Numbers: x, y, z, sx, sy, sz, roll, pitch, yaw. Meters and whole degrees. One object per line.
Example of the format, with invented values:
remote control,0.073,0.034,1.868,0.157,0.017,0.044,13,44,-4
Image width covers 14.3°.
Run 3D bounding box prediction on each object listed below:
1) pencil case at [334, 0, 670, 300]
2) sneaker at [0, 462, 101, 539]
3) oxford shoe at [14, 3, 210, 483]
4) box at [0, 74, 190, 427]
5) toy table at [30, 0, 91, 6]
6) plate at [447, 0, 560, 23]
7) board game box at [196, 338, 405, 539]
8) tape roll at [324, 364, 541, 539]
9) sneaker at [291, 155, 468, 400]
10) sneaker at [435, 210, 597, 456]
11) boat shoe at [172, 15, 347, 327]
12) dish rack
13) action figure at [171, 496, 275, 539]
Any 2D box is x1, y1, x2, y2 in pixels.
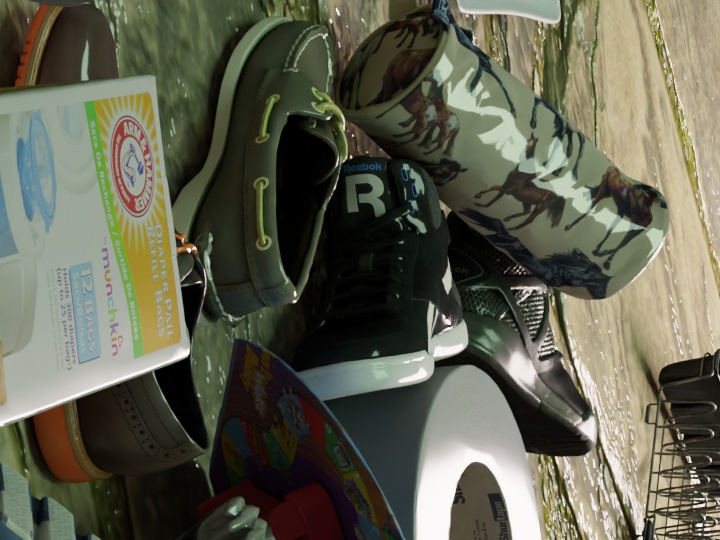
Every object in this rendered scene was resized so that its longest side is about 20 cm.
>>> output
pencil case,0.080,-0.064,1.537,0.200,0.078,0.090,38,61,-28
sneaker,-0.109,0.158,1.023,0.199,0.115,0.081,37,8,-10
oxford shoe,-0.097,-0.016,1.174,0.071,0.072,0.201,-9,93,-68
box,-0.149,-0.005,0.998,0.200,0.101,0.113,-18,102,-68
toy table,-0.130,-0.206,1.030,0.117,0.183,0.200,-62,153,-27
plate,0.069,-0.249,1.715,0.200,0.032,0.201,-7,93,-69
board game box,-0.035,0.127,1.229,0.158,0.039,0.200,55,-25,23
tape roll,0.034,0.151,1.481,0.200,0.066,0.201,-6,90,-69
sneaker,0.000,0.000,1.437,0.200,0.073,0.112,-26,106,-76
sneaker,0.090,0.034,1.638,0.199,0.076,0.115,44,51,-52
boat shoe,-0.038,-0.050,1.351,0.202,0.060,0.072,-72,149,-46
dish rack,0.238,0.175,2.016,0.154,0.054,0.201,62,31,-44
action figure,-0.075,0.159,1.152,0.200,0.102,0.119,13,62,-66
